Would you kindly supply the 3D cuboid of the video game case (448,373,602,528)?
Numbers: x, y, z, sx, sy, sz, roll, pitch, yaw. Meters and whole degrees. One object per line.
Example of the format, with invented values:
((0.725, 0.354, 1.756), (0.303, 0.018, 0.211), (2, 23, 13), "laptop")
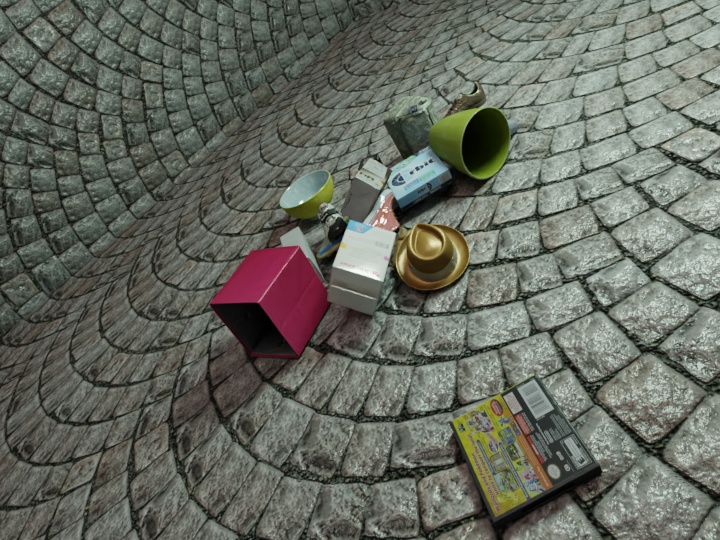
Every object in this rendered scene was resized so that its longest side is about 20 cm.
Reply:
((0.257, 0.284, 0.893), (0.178, 0.026, 0.201), (-30, 34, 6), "video game case")

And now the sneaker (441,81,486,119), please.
((0.337, -0.563, 1.872), (0.199, 0.076, 0.070), (-39, 33, -9), "sneaker")

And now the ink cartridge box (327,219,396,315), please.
((0.000, 0.000, 1.350), (0.126, 0.127, 0.202), (16, 46, 3), "ink cartridge box")

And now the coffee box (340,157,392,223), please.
((0.019, -0.227, 1.552), (0.116, 0.078, 0.201), (-64, 0, 29), "coffee box")

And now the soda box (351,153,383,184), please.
((0.023, -0.302, 1.823), (0.069, 0.064, 0.202), (-14, 37, 27), "soda box")

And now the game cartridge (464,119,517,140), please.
((0.365, -0.429, 1.662), (0.197, 0.042, 0.132), (16, 31, 40), "game cartridge")

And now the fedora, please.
((0.165, -0.051, 1.318), (0.196, 0.082, 0.204), (-13, 50, 16), "fedora")

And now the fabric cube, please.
((-0.225, 0.082, 1.420), (0.193, 0.202, 0.201), (-5, 39, 37), "fabric cube")

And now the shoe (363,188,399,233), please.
((0.071, -0.135, 1.486), (0.089, 0.072, 0.202), (23, 52, 11), "shoe")

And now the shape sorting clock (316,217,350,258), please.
((-0.052, -0.104, 1.623), (0.199, 0.039, 0.201), (-39, 19, 16), "shape sorting clock")

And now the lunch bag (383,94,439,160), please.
((0.190, -0.448, 1.739), (0.166, 0.201, 0.140), (13, 55, 50), "lunch bag")

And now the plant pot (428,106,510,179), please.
((0.289, -0.368, 1.558), (0.187, 0.189, 0.199), (-42, 33, -14), "plant pot")

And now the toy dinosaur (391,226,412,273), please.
((0.116, -0.082, 1.459), (0.104, 0.061, 0.202), (-17, 36, 27), "toy dinosaur")

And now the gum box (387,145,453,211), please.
((0.163, -0.274, 1.612), (0.168, 0.045, 0.201), (-30, 32, 7), "gum box")

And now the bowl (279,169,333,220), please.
((-0.165, -0.236, 1.861), (0.197, 0.109, 0.202), (-22, 35, 16), "bowl")

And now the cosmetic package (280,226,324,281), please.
((-0.174, -0.035, 1.618), (0.073, 0.103, 0.201), (-29, 34, 3), "cosmetic package")

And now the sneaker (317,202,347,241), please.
((-0.092, -0.149, 1.607), (0.074, 0.089, 0.200), (-40, 20, 3), "sneaker")

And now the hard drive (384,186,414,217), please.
((0.151, -0.247, 1.664), (0.198, 0.038, 0.140), (-34, 33, -2), "hard drive")
